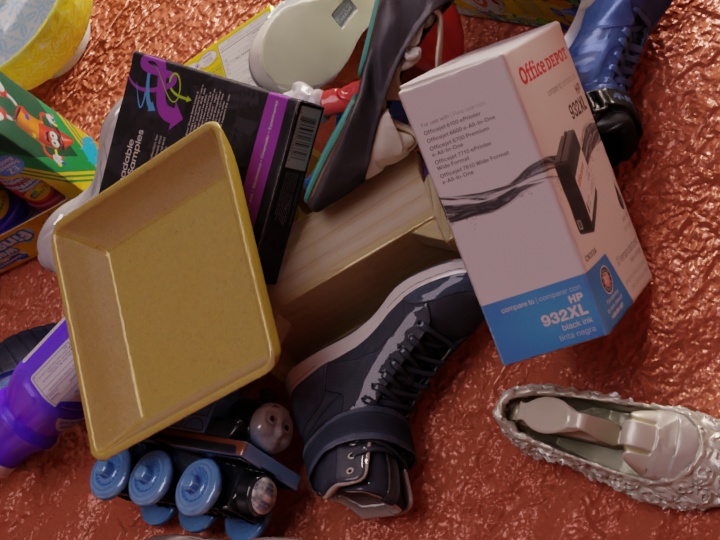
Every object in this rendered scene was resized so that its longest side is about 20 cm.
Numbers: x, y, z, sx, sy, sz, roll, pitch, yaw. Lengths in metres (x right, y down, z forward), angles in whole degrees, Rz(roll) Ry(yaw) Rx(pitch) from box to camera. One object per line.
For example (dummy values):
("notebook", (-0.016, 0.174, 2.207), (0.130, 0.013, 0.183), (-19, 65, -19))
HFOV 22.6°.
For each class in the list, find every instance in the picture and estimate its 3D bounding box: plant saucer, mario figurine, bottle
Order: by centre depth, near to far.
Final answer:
("plant saucer", (-0.140, 0.020, 1.364), (0.199, 0.048, 0.201), (-29, 66, 34))
("mario figurine", (0.011, -0.137, 1.430), (0.106, 0.123, 0.201), (32, 103, 14))
("bottle", (-0.245, 0.090, 1.490), (0.200, 0.083, 0.065), (-45, 74, 14))

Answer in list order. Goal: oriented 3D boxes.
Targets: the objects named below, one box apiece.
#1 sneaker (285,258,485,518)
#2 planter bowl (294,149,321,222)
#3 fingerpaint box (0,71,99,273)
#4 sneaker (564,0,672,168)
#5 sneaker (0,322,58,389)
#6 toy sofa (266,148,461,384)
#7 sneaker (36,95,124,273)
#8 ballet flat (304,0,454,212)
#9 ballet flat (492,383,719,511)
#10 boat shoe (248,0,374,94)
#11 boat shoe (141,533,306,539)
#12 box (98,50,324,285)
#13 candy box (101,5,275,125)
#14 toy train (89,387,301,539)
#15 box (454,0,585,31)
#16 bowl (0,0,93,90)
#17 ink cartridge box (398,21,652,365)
("sneaker", (0.035, 0.094, 1.321), (0.202, 0.077, 0.147), (-38, 40, 26))
("planter bowl", (-0.114, -0.034, 1.492), (0.199, 0.083, 0.202), (-16, 59, 28))
("fingerpaint box", (-0.344, -0.073, 1.615), (0.199, 0.167, 0.074), (-23, 55, 23))
("sneaker", (0.190, -0.144, 1.339), (0.200, 0.077, 0.111), (-46, 48, 9))
("sneaker", (-0.310, 0.117, 1.567), (0.199, 0.083, 0.074), (-33, 25, -4))
("toy sofa", (0.000, 0.000, 1.393), (0.199, 0.083, 0.098), (-31, 52, 16))
("sneaker", (-0.199, -0.069, 1.550), (0.080, 0.070, 0.201), (37, 101, 39))
("ballet flat", (0.019, -0.127, 1.337), (0.073, 0.073, 0.201), (32, 108, 40))
("ballet flat", (0.174, 0.117, 1.232), (0.199, 0.072, 0.072), (9, 73, 36))
("boat shoe", (-0.047, -0.191, 1.491), (0.071, 0.070, 0.201), (-26, 16, 38))
("boat shoe", (-0.108, 0.241, 1.361), (0.199, 0.076, 0.072), (-6, 66, 34))
("box", (-0.124, -0.084, 1.421), (0.199, 0.036, 0.144), (21, 98, 40))
("candy box", (-0.140, -0.142, 1.599), (0.199, 0.026, 0.103), (-31, 57, 19))
("toy train", (-0.131, 0.141, 1.407), (0.199, 0.087, 0.115), (2, 65, 45))
("box", (0.097, -0.289, 1.394), (0.192, 0.200, 0.123), (16, 77, 37))
("bowl", (-0.321, -0.241, 1.719), (0.199, 0.108, 0.201), (-16, 59, 28))
("ink cartridge box", (0.118, -0.057, 1.244), (0.083, 0.145, 0.201), (-18, 98, 26))
